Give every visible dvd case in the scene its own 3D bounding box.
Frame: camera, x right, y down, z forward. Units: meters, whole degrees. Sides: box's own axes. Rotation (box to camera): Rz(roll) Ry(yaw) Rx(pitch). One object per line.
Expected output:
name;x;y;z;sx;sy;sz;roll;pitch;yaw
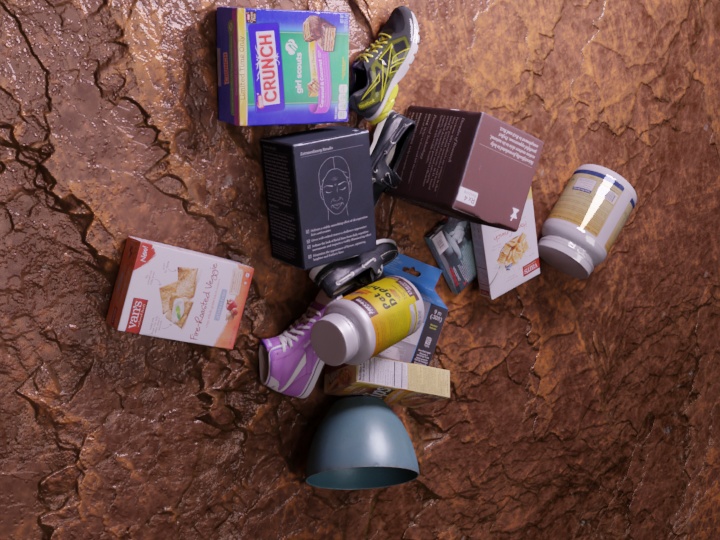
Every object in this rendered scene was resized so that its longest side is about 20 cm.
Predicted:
dvd case;0.221;-0.072;1.674;0.200;0.022;0.147;-44;123;-21

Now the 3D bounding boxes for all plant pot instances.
plant pot;0.000;0.300;1.520;0.199;0.199;0.136;17;58;-38

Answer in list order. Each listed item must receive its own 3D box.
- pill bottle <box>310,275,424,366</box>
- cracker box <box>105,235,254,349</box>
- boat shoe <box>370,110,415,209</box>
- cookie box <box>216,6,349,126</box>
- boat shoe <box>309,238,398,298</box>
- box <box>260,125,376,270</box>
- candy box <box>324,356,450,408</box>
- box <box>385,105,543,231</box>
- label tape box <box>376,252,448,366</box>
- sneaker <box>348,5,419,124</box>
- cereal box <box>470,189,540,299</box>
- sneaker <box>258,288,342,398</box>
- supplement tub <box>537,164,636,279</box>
pill bottle;0.010;0.086;1.416;0.199;0.108;0.111;-25;116;-47
cracker box;-0.273;0.037;1.314;0.198;0.057;0.136;14;93;-37
boat shoe;0.045;-0.174;1.476;0.201;0.065;0.074;-69;159;-8
cookie box;-0.118;-0.314;1.328;0.198;0.075;0.173;-9;108;-34
boat shoe;0.000;0.000;1.477;0.199;0.061;0.076;-22;155;-39
box;-0.066;-0.121;1.395;0.147;0.107;0.203;-15;111;-33
candy box;0.048;0.198;1.531;0.198;0.115;0.056;13;66;-29
box;0.176;-0.179;1.501;0.165;0.199;0.166;16;92;-38
label tape box;0.085;0.081;1.585;0.142;0.066;0.202;20;91;-38
sneaker;0.034;-0.348;1.431;0.084;0.074;0.202;17;91;-37
cereal box;0.283;-0.062;1.683;0.143;0.039;0.202;-25;115;-30
sneaker;-0.105;0.110;1.450;0.113;0.072;0.203;23;86;-33
supplement tub;0.461;-0.099;1.766;0.144;0.144;0.201;40;77;-36
